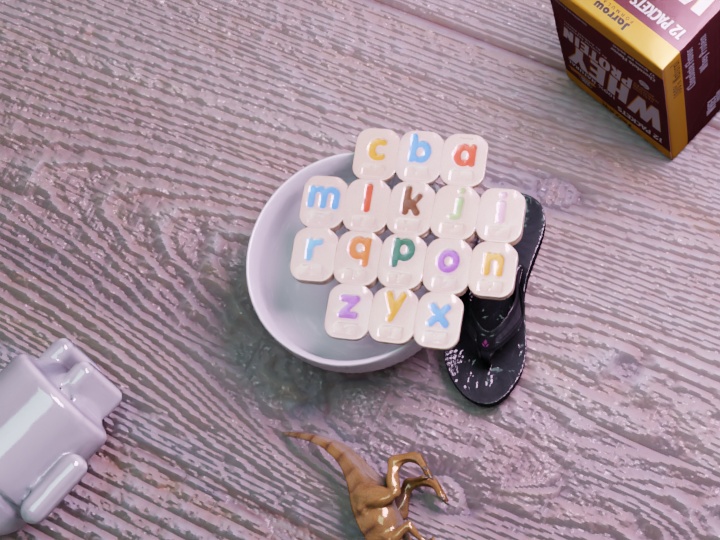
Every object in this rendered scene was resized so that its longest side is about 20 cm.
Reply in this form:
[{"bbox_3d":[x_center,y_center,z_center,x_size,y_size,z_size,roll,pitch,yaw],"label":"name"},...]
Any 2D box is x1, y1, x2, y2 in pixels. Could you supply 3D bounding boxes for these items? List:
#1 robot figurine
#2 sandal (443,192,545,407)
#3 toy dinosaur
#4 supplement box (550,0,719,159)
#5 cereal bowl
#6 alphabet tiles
[{"bbox_3d":[-0.309,0.157,1.525,0.200,0.113,0.170,-45,45,-5],"label":"robot figurine"},{"bbox_3d":[0.117,0.020,1.514,0.075,0.048,0.201,7,72,14],"label":"sandal"},{"bbox_3d":[0.013,0.194,1.472,0.106,0.060,0.201,-29,68,3],"label":"toy dinosaur"},{"bbox_3d":[0.286,-0.241,1.488,0.133,0.197,0.200,42,85,22],"label":"supplement box"},{"bbox_3d":[0.000,0.000,1.528,0.199,0.083,0.201,-4,70,10],"label":"cereal bowl"},{"bbox_3d":[0.041,-0.029,1.477,0.199,0.015,0.197,5,73,14],"label":"alphabet tiles"}]
